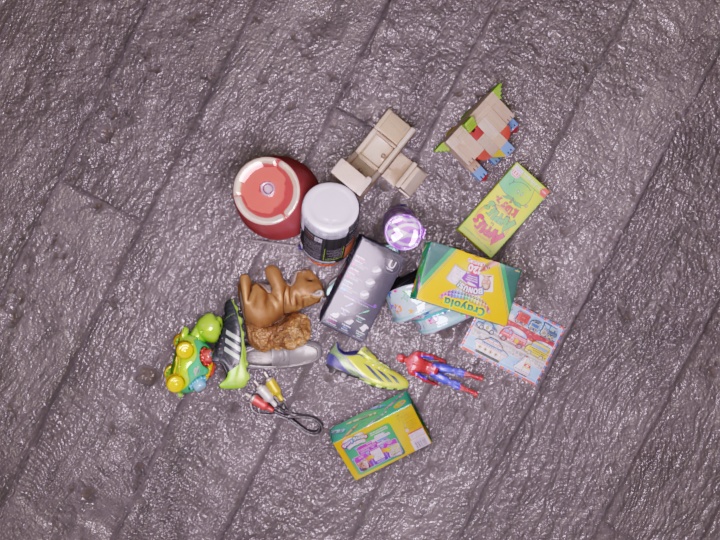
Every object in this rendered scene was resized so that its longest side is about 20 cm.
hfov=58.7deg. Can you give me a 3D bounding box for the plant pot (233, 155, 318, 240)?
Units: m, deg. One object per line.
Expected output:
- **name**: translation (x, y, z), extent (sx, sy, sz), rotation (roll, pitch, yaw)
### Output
- **plant pot**: translation (-0.192, -0.167, 1.405), extent (0.199, 0.177, 0.202), rotation (0, 91, 1)

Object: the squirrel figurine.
- **squirrel figurine**: translation (-0.169, 0.086, 1.435), extent (0.185, 0.142, 0.201), rotation (-9, 74, -15)

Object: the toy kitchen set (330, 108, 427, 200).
- **toy kitchen set**: translation (0.063, -0.232, 1.396), extent (0.163, 0.180, 0.200), rotation (39, 93, -1)

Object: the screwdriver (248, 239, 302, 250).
- **screwdriver**: translation (-0.160, -0.057, 1.485), extent (0.199, 0.029, 0.028), rotation (8, 92, 5)

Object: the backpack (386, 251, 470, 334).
- **backpack**: translation (0.155, 0.058, 1.403), extent (0.199, 0.178, 0.151), rotation (-16, 89, -6)

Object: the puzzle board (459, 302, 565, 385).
- **puzzle board**: translation (0.352, 0.156, 1.482), extent (0.199, 0.017, 0.151), rotation (27, 92, 1)

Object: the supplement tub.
- **supplement tub**: translation (-0.070, -0.091, 1.378), extent (0.122, 0.200, 0.123), rotation (3, 66, -7)

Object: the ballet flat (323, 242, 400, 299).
- **ballet flat**: translation (0.000, 0.000, 1.459), extent (0.199, 0.068, 0.068), rotation (-33, 93, 1)

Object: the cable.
- **cable**: translation (-0.181, 0.330, 1.481), extent (0.200, 0.050, 0.097), rotation (42, 93, 1)

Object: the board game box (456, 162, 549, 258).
- **board game box**: translation (0.323, -0.136, 1.459), extent (0.102, 0.048, 0.200), rotation (41, 92, 0)

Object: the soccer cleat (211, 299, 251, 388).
- **soccer cleat**: translation (-0.292, 0.162, 1.413), extent (0.081, 0.068, 0.201), rotation (-7, 74, -14)

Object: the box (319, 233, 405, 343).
- **box**: translation (0.001, 0.035, 1.366), extent (0.106, 0.122, 0.201), rotation (26, 95, -6)

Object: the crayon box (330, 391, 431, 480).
- **crayon box**: translation (0.046, 0.374, 1.449), extent (0.199, 0.058, 0.119), rotation (-27, 111, 3)

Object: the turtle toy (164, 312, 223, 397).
- **turtle toy**: translation (-0.374, 0.191, 1.448), extent (0.101, 0.146, 0.201), rotation (17, 89, -20)

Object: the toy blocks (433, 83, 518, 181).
- **toy blocks**: translation (0.284, -0.297, 1.443), extent (0.137, 0.100, 0.200), rotation (42, 93, -12)

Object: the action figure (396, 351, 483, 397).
- **action figure**: translation (0.177, 0.233, 1.473), extent (0.199, 0.052, 0.066), rotation (20, 86, 6)

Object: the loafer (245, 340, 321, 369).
- **loafer**: translation (-0.189, 0.196, 1.468), extent (0.199, 0.070, 0.070), rotation (-7, 92, 2)

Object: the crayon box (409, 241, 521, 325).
- **crayon box**: translation (0.211, 0.028, 1.293), extent (0.199, 0.058, 0.120), rotation (17, 87, -9)

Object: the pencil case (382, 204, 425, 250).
- **pencil case**: translation (0.091, -0.093, 1.395), extent (0.085, 0.200, 0.084), rotation (12, 102, -1)

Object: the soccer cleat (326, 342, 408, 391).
- **soccer cleat**: translation (0.020, 0.221, 1.469), extent (0.199, 0.065, 0.084), rotation (17, 81, -1)
